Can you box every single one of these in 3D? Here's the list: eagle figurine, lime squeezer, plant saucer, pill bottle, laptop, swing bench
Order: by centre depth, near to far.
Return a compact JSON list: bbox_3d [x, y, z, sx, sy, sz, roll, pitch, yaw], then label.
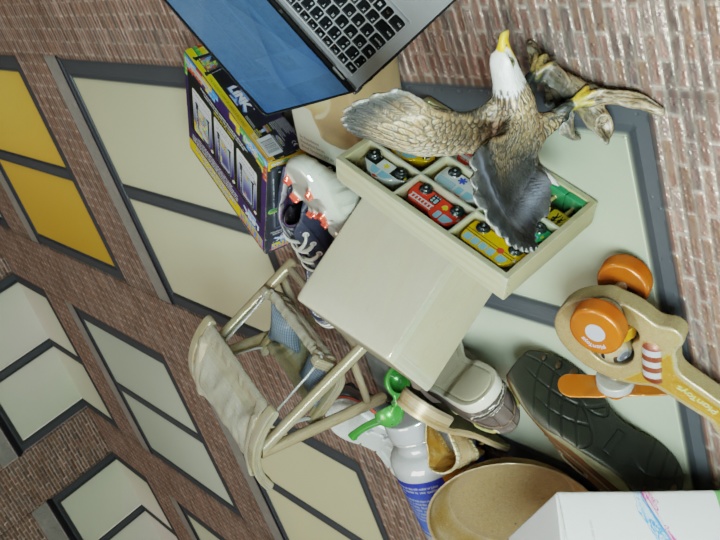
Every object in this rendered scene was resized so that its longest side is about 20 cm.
[{"bbox_3d":[0.098,-0.101,0.709,0.151,0.199,0.152,-9,115,59],"label":"eagle figurine"},{"bbox_3d":[-0.050,-0.240,0.754,0.188,0.200,0.116,48,180,8],"label":"laptop"},{"bbox_3d":[0.174,0.275,1.092,0.196,0.036,0.203,4,128,5],"label":"plant saucer"},{"bbox_3d":[0.033,0.135,1.116,0.071,0.037,0.203,-121,39,-54],"label":"lime squeezer"},{"bbox_3d":[0.104,0.252,1.182,0.111,0.112,0.202,4,125,55],"label":"pill bottle"},{"bbox_3d":[-0.106,0.128,1.218,0.199,0.199,0.131,45,163,42],"label":"swing bench"}]

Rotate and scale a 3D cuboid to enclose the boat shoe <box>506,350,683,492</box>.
[{"bbox_3d":[0.223,0.168,0.949,0.200,0.075,0.074,44,154,20],"label":"boat shoe"}]

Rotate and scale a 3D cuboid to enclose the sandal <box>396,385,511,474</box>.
[{"bbox_3d":[0.091,0.191,1.067,0.077,0.070,0.211,34,-179,40],"label":"sandal"}]

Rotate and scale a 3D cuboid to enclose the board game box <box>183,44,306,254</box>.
[{"bbox_3d":[-0.139,-0.148,1.141,0.201,0.056,0.166,53,155,26],"label":"board game box"}]

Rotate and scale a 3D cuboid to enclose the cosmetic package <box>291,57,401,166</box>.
[{"bbox_3d":[-0.021,-0.202,0.917,0.104,0.071,0.202,28,142,39],"label":"cosmetic package"}]

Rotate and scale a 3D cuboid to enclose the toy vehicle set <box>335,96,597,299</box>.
[{"bbox_3d":[0.090,-0.070,0.836,0.199,0.124,0.027,37,148,28],"label":"toy vehicle set"}]

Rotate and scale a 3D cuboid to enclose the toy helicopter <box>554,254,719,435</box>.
[{"bbox_3d":[0.254,0.090,0.820,0.199,0.079,0.133,34,142,10],"label":"toy helicopter"}]

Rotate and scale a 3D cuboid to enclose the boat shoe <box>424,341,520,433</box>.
[{"bbox_3d":[0.112,0.122,1.048,0.060,0.072,0.200,46,174,-20],"label":"boat shoe"}]

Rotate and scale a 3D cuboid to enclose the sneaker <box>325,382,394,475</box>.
[{"bbox_3d":[0.049,0.213,1.283,0.199,0.082,0.077,36,123,-6],"label":"sneaker"}]

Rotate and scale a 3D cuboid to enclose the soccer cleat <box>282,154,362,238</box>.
[{"bbox_3d":[-0.012,-0.068,0.981,0.069,0.078,0.200,36,172,39],"label":"soccer cleat"}]

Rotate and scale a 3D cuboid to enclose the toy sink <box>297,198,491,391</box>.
[{"bbox_3d":[0.058,-0.008,0.944,0.129,0.202,0.112,29,174,35],"label":"toy sink"}]

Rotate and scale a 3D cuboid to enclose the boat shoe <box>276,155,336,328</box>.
[{"bbox_3d":[-0.054,-0.029,1.055,0.074,0.092,0.204,13,106,39],"label":"boat shoe"}]

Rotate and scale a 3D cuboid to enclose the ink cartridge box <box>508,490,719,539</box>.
[{"bbox_3d":[0.251,0.263,0.873,0.146,0.196,0.085,109,160,-57],"label":"ink cartridge box"}]
